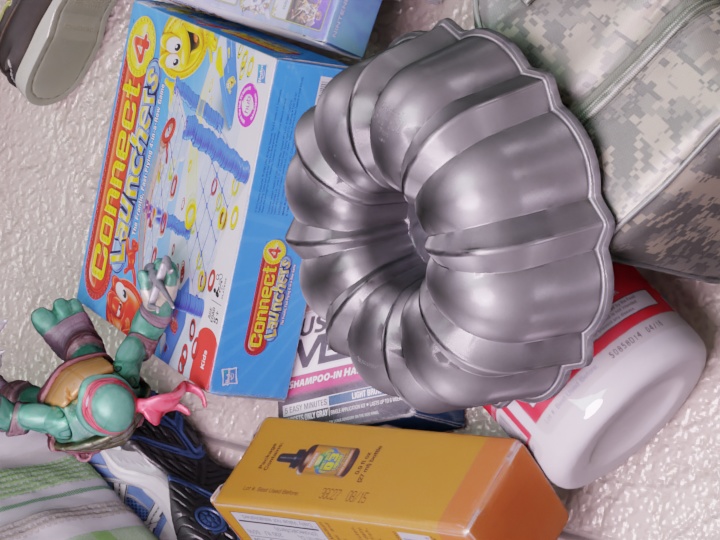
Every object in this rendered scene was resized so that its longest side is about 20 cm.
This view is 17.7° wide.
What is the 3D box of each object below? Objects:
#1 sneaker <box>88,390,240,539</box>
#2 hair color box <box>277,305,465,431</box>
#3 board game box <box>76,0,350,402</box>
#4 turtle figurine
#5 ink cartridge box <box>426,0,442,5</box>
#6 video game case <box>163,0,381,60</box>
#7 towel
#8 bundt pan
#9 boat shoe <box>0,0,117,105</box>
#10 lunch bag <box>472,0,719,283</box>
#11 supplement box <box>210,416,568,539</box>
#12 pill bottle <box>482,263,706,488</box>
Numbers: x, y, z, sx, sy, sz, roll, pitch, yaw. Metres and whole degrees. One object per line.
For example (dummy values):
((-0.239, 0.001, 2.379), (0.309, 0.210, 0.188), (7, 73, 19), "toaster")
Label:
((-0.109, 0.156, 1.424), (0.200, 0.075, 0.077), (47, 126, 36), "sneaker")
((0.000, 0.000, 1.376), (0.099, 0.060, 0.202), (-14, 71, 32), "hair color box")
((-0.092, -0.047, 1.396), (0.195, 0.055, 0.202), (27, 108, 56), "board game box")
((-0.169, 0.061, 1.342), (0.200, 0.149, 0.101), (-1, 110, 68), "turtle figurine")
((-0.005, -0.265, 1.433), (0.200, 0.068, 0.116), (38, 102, 35), "ink cartridge box")
((-0.044, -0.245, 1.386), (0.180, 0.045, 0.202), (21, 92, 37), "video game case")
((-0.214, 0.138, 1.365), (0.200, 0.148, 0.031), (34, 128, 52), "towel")
((0.031, -0.019, 1.157), (0.201, 0.075, 0.204), (25, 123, 45), "bundt pan")
((-0.185, -0.210, 1.548), (0.061, 0.072, 0.202), (43, 108, 30), "boat shoe")
((0.158, -0.098, 1.201), (0.139, 0.199, 0.168), (-43, 65, 22), "lunch bag")
((0.013, 0.130, 1.274), (0.199, 0.069, 0.067), (4, 49, 43), "supplement box")
((0.085, 0.011, 1.261), (0.112, 0.112, 0.200), (-49, 68, 17), "pill bottle")
